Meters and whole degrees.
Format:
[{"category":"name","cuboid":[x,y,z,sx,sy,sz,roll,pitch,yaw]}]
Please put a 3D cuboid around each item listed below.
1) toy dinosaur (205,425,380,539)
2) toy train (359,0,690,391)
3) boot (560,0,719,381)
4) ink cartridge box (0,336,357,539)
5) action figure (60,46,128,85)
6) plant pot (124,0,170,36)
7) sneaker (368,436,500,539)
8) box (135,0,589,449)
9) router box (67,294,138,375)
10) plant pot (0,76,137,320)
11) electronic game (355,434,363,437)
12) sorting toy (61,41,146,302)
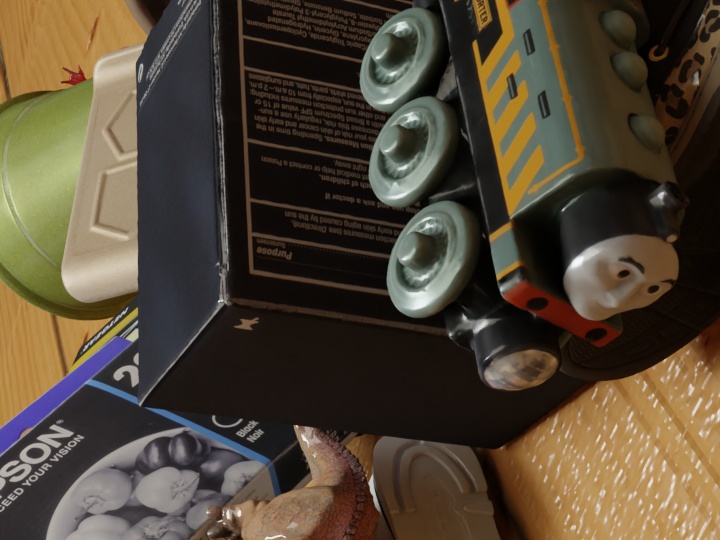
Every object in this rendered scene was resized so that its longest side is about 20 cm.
[{"category":"toy dinosaur","cuboid":[-0.027,0.148,0.778,0.136,0.086,0.201,142,147,-66]},{"category":"toy train","cuboid":[0.064,-0.054,0.632,0.114,0.085,0.201,-37,43,33]},{"category":"boot","cuboid":[0.119,-0.068,0.691,0.201,0.073,0.151,-65,29,24]},{"category":"ink cartridge box","cuboid":[-0.138,0.105,0.919,0.199,0.198,0.044,17,133,33]},{"category":"action figure","cuboid":[-0.256,-0.119,1.546,0.065,0.099,0.201,12,90,65]},{"category":"plant pot","cuboid":[-0.054,-0.234,1.039,0.175,0.199,0.201,-92,20,-65]},{"category":"sneaker","cuboid":[0.039,0.177,0.805,0.081,0.076,0.201,110,162,-44]},{"category":"box","cuboid":[-0.001,-0.032,0.793,0.123,0.199,0.199,132,140,-51]},{"category":"router box","cuboid":[-0.139,0.064,1.122,0.200,0.052,0.157,-40,21,29]},{"category":"plant pot","cuboid":[-0.182,-0.083,1.284,0.190,0.199,0.201,-26,57,47]},{"category":"electronic game","cuboid":[0.000,0.000,0.979,0.200,0.041,0.201,-171,90,-66]},{"category":"sorting toy","cuboid":[-0.110,-0.081,1.107,0.184,0.036,0.201,-14,55,21]}]
